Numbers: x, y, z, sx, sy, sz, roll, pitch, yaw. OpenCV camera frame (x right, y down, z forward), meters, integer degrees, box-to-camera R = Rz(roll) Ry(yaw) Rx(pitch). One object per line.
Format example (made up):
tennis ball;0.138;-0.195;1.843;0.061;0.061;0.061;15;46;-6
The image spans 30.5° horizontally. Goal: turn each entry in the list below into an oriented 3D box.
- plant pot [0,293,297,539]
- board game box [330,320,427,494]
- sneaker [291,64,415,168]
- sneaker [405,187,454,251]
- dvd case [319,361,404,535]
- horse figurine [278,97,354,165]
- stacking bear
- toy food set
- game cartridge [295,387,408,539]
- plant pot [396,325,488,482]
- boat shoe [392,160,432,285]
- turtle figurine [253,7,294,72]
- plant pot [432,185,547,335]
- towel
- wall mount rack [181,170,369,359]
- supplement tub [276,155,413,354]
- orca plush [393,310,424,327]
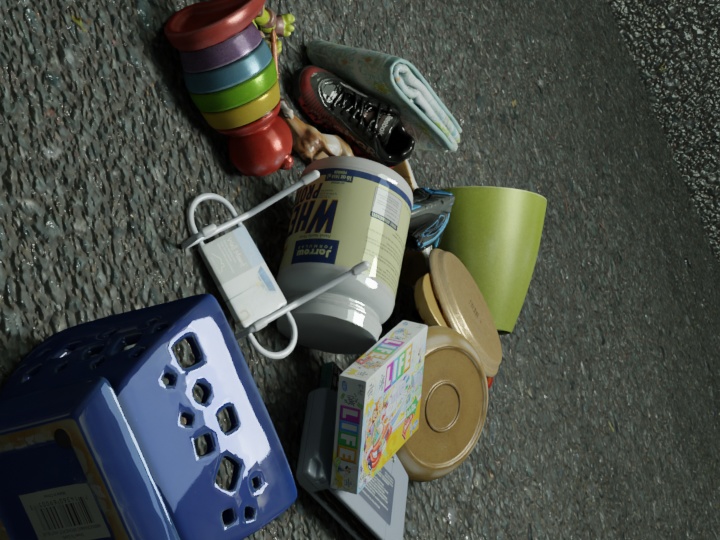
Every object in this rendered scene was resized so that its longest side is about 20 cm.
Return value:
plant pot;-0.200;0.155;1.081;0.180;0.198;0.202;-38;110;-57
board game box;0.024;0.152;1.516;0.200;0.034;0.136;-35;133;-62
sneaker;-0.003;-0.206;1.754;0.200;0.097;0.071;40;70;-28
sneaker;0.075;-0.061;1.755;0.199;0.072;0.083;-13;114;-64
dvd case;0.004;0.226;1.635;0.200;0.022;0.147;47;36;-41
horse figurine;-0.035;-0.147;1.714;0.199;0.050;0.133;22;22;-53
stacking bear;-0.138;-0.202;1.516;0.114;0.120;0.202;-68;142;-55
toy food set;0.138;0.064;1.826;0.199;0.048;0.201;56;18;-22
game cartridge;-0.007;0.233;1.547;0.200;0.041;0.134;51;30;-37
plant pot;0.099;0.173;1.694;0.198;0.027;0.203;-6;100;-41
boat shoe;0.061;-0.083;1.882;0.069;0.070;0.203;-34;115;-63
turtle figurine;-0.133;-0.322;1.637;0.202;0.064;0.161;65;18;2
plant pot;0.184;-0.008;1.987;0.187;0.185;0.203;18;74;-59
towel;0.033;-0.236;1.814;0.200;0.170;0.049;45;69;-46
wall mount rack;-0.095;-0.014;1.447;0.173;0.074;0.202;-29;91;-36
supplement tub;-0.021;-0.017;1.566;0.145;0.143;0.202;40;54;-48
orca plush;0.069;0.109;1.802;0.105;0.071;0.201;38;21;-14
